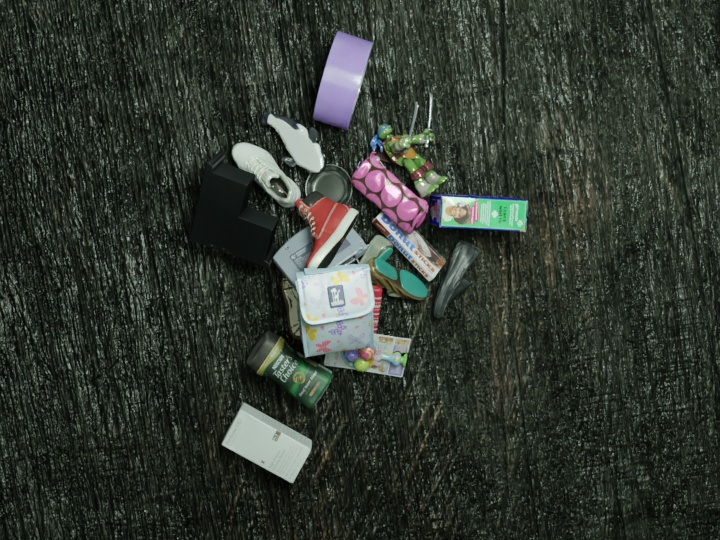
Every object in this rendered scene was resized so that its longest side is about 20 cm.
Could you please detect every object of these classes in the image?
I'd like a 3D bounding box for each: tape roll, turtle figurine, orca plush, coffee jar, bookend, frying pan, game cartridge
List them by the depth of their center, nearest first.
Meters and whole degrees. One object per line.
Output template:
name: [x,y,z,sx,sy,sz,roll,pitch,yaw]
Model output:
tape roll: [-0.040,-0.427,1.515,0.084,0.200,0.202,16,93,-3]
bookend: [-0.269,-0.139,1.544,0.197,0.092,0.201,19,117,-1]
turtle figurine: [0.140,-0.286,1.561,0.199,0.144,0.195,-35,97,4]
game cartridge: [-0.099,-0.044,1.579,0.199,0.041,0.133,-34,69,-16]
orca plush: [-0.150,-0.302,1.591,0.199,0.071,0.106,30,103,14]
frying pan: [-0.109,-0.211,1.612,0.189,0.031,0.116,23,91,7]
coffee jar: [-0.171,0.237,1.614,0.199,0.085,0.105,34,92,-4]

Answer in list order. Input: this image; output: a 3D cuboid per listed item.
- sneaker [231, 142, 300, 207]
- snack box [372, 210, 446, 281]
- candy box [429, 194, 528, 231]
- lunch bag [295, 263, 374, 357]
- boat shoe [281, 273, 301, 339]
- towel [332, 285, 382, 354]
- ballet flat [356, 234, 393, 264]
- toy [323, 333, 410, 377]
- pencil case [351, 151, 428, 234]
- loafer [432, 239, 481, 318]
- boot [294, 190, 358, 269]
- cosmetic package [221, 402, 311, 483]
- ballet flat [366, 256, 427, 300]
sneaker: [-0.221,-0.230,1.572,0.200,0.099,0.078,40,92,-4]
snack box: [0.118,-0.069,1.615,0.200,0.024,0.072,46,51,-5]
candy box: [0.270,-0.136,1.562,0.198,0.169,0.078,1,98,-2]
lunch bag: [-0.058,0.082,1.487,0.168,0.128,0.202,-6,124,-10]
boat shoe: [-0.152,0.064,1.612,0.073,0.066,0.202,-1,86,-5]
towel: [-0.029,0.118,1.608,0.143,0.023,0.202,6,119,-3]
ballet flat: [0.000,0.000,1.622,0.064,0.067,0.200,42,97,24]
toy: [0.016,0.208,1.619,0.198,0.047,0.116,7,118,-6]
pencil case: [0.072,-0.180,1.565,0.200,0.091,0.094,42,105,4]
loafer: [0.231,0.026,1.622,0.070,0.068,0.202,22,89,6]
boot: [-0.110,-0.091,1.536,0.143,0.073,0.201,27,57,6]
cosmetic package: [-0.226,0.419,1.632,0.199,0.074,0.102,29,92,-5]
ballet flat: [0.074,0.028,1.602,0.072,0.199,0.068,-27,53,35]
